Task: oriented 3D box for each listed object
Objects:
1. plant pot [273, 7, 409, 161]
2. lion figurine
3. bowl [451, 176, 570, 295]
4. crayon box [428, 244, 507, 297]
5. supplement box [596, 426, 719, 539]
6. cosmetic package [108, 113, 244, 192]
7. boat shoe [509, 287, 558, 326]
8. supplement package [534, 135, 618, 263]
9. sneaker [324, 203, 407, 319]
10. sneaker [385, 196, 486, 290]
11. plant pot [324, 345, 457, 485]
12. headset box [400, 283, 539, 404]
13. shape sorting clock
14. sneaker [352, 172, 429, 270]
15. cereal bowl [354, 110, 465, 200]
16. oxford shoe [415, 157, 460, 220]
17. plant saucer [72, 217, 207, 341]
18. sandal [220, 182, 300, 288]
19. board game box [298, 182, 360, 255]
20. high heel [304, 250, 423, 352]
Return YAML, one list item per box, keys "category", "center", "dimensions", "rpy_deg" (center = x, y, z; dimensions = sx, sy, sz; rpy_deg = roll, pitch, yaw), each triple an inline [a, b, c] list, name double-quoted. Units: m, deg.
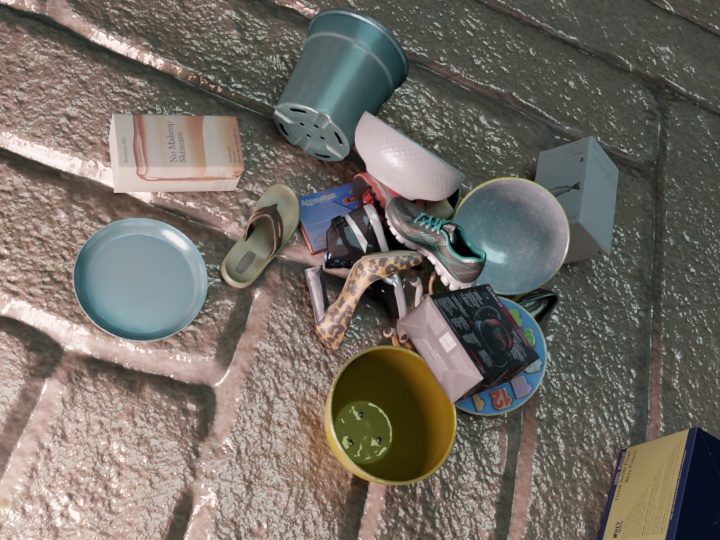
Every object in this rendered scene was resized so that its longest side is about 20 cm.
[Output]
- category: "plant pot"
  center: [-0.045, -0.312, 1.390]
  dimensions: [0.199, 0.200, 0.197]
  rpy_deg: [30, 69, -7]
- category: "lion figurine"
  center: [0.098, 0.108, 1.298]
  dimensions: [0.200, 0.072, 0.123]
  rpy_deg: [-54, 133, -26]
- category: "bowl"
  center: [0.254, -0.069, 1.365]
  dimensions: [0.200, 0.201, 0.108]
  rpy_deg: [36, 17, -3]
- category: "crayon box"
  center: [0.223, -0.008, 1.432]
  dimensions: [0.199, 0.051, 0.128]
  rpy_deg: [-13, 73, -25]
- category: "supplement box"
  center: [0.510, 0.389, 1.284]
  dimensions: [0.134, 0.200, 0.201]
  rpy_deg: [31, 60, -6]
- category: "cosmetic package"
  center: [-0.298, -0.189, 1.283]
  dimensions: [0.198, 0.087, 0.104]
  rpy_deg: [-5, 71, -23]
- category: "boat shoe"
  center: [0.261, 0.094, 1.375]
  dimensions: [0.200, 0.065, 0.073]
  rpy_deg: [-42, 100, -17]
- category: "supplement package"
  center: [0.401, -0.129, 1.498]
  dimensions: [0.117, 0.116, 0.201]
  rpy_deg: [38, 54, -35]
- category: "sneaker"
  center: [0.000, 0.000, 1.333]
  dimensions: [0.111, 0.073, 0.202]
  rpy_deg: [-20, 96, -4]
- category: "sneaker"
  center: [0.128, -0.058, 1.284]
  dimensions: [0.200, 0.091, 0.078]
  rpy_deg: [42, 55, 6]
- category: "plant pot"
  center: [0.025, 0.230, 1.195]
  dimensions: [0.198, 0.142, 0.202]
  rpy_deg: [9, 64, -19]
- category: "headset box"
  center: [0.177, 0.106, 1.230]
  dimensions: [0.199, 0.075, 0.149]
  rpy_deg: [-9, 60, -51]
- category: "shape sorting clock"
  center: [0.210, 0.140, 1.324]
  dimensions: [0.198, 0.039, 0.202]
  rpy_deg: [-1, 82, 8]
- category: "sneaker"
  center: [0.072, -0.097, 1.377]
  dimensions: [0.087, 0.074, 0.201]
  rpy_deg: [-31, 86, -32]
- category: "cereal bowl"
  center: [0.071, -0.176, 1.313]
  dimensions: [0.199, 0.200, 0.084]
  rpy_deg: [32, 101, -6]
- category: "oxford shoe"
  center: [0.149, -0.142, 1.421]
  dimensions: [0.071, 0.073, 0.201]
  rpy_deg: [52, 31, -32]
- category: "plant saucer"
  center: [-0.334, 0.016, 1.214]
  dimensions: [0.198, 0.027, 0.202]
  rpy_deg: [8, 64, -18]
- category: "sandal"
  center: [-0.156, -0.059, 1.296]
  dimensions: [0.079, 0.057, 0.202]
  rpy_deg: [28, 64, -2]
- category: "board game box"
  center: [-0.017, -0.100, 1.395]
  dimensions: [0.199, 0.019, 0.104]
  rpy_deg: [-18, 78, -27]
- category: "high heel"
  center: [0.016, 0.047, 1.263]
  dimensions: [0.198, 0.071, 0.144]
  rpy_deg: [-12, 93, 16]
